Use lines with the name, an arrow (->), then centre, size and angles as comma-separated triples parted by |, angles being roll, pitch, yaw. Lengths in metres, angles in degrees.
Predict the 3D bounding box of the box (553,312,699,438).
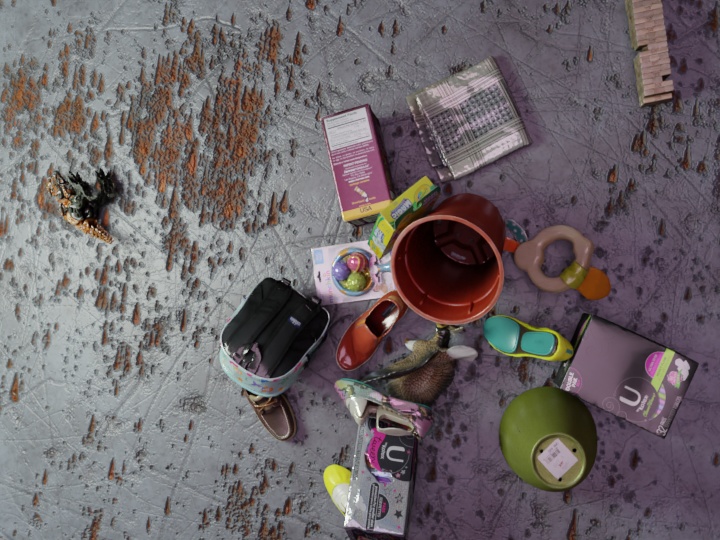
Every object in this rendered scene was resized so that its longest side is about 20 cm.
box -> 0.473, 0.185, 1.347 | 0.197, 0.124, 0.151 | 25, 92, 10

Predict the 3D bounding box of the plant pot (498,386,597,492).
plant pot -> 0.342, 0.317, 1.329 | 0.183, 0.200, 0.191 | 0, 90, 10

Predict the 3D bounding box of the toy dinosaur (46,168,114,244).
toy dinosaur -> -0.578, -0.139, 1.560 | 0.199, 0.102, 0.136 | 37, 119, -6

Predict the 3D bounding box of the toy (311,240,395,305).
toy -> 0.000, 0.000, 1.468 | 0.196, 0.047, 0.118 | -8, 87, 9

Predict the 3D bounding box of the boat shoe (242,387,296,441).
boat shoe -> -0.197, 0.252, 1.487 | 0.071, 0.072, 0.202 | -27, 85, 8

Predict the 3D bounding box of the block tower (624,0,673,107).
block tower -> 0.535, -0.412, 1.378 | 0.057, 0.054, 0.204 | -9, 88, 9

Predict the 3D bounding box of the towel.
towel -> 0.206, -0.291, 1.443 | 0.197, 0.035, 0.195 | -24, 86, 9

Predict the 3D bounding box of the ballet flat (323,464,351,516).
ballet flat -> -0.005, 0.469, 1.454 | 0.067, 0.067, 0.201 | -38, 83, 8

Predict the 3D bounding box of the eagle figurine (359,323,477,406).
eagle figurine -> 0.113, 0.174, 1.413 | 0.151, 0.151, 0.201 | 36, 84, -2

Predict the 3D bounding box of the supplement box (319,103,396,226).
supplement box -> 0.001, -0.197, 1.429 | 0.101, 0.131, 0.204 | -13, 86, 9

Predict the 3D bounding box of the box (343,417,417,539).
box -> 0.043, 0.393, 1.377 | 0.112, 0.133, 0.203 | 4, 60, 8

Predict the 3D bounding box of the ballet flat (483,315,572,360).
ballet flat -> 0.309, 0.130, 1.367 | 0.066, 0.199, 0.068 | 16, 88, -30

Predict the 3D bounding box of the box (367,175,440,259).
box -> 0.078, -0.097, 1.365 | 0.117, 0.200, 0.049 | -39, 84, -16

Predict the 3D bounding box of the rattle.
rattle -> 0.363, -0.023, 1.419 | 0.198, 0.141, 0.133 | 13, 99, 45

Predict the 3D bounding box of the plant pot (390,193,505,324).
plant pot -> 0.175, -0.038, 1.344 | 0.197, 0.196, 0.204 | 8, 116, 17

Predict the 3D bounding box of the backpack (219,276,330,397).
backpack -> -0.173, 0.137, 1.422 | 0.176, 0.152, 0.201 | 31, 50, 8

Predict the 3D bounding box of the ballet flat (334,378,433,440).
ballet flat -> 0.034, 0.256, 1.350 | 0.197, 0.070, 0.072 | 17, 52, 15

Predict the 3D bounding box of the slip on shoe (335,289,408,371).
slip on shoe -> 0.018, 0.118, 1.451 | 0.074, 0.061, 0.200 | 44, 108, 6
